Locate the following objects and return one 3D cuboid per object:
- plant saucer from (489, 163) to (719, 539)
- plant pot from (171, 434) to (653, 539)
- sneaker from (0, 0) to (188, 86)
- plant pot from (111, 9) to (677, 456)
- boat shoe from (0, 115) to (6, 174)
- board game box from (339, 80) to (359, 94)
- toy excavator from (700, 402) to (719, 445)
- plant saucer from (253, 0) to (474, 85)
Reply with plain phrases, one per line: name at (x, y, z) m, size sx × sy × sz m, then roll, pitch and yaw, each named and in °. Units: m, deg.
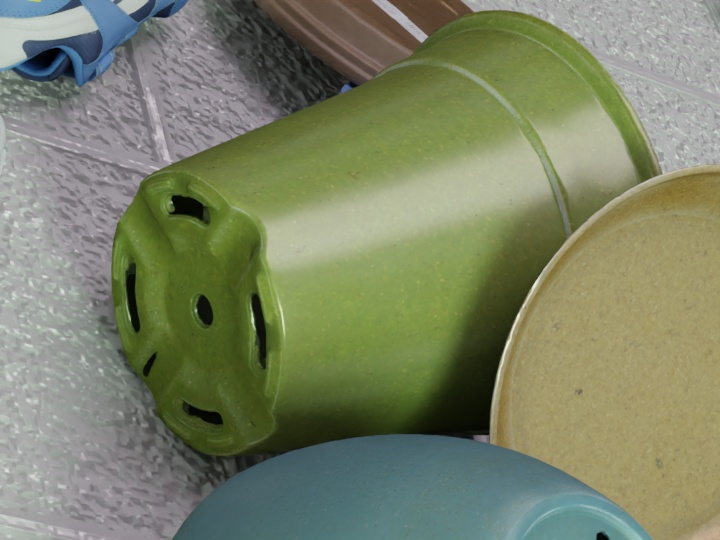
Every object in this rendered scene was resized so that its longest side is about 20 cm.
plant saucer at (0.131, 0.051, 1.063) m, size 0.200 × 0.201 × 0.035 m, roll 16°, pitch 4°, yaw -31°
plant pot at (0.041, 0.142, 0.901) m, size 0.200 × 0.135 × 0.201 m, roll 20°, pitch 58°, yaw -34°
sneaker at (-0.142, -0.132, 1.217) m, size 0.074 × 0.083 × 0.200 m, roll 16°, pitch 7°, yaw 18°
plant pot at (0.000, 0.000, 1.093) m, size 0.189 × 0.200 × 0.200 m, roll -15°, pitch 57°, yaw -37°
boat shoe at (-0.190, -0.009, 0.999) m, size 0.072 × 0.069 × 0.200 m, roll 37°, pitch 31°, yaw 0°
board game box at (0.061, -0.019, 1.291) m, size 0.200 × 0.039 × 0.158 m, roll 42°, pitch 21°, yaw 9°
toy excavator at (0.180, 0.079, 1.230) m, size 0.199 × 0.100 × 0.195 m, roll 26°, pitch 26°, yaw -27°
plant saucer at (0.014, -0.137, 1.372) m, size 0.200 × 0.030 × 0.200 m, roll 31°, pitch 20°, yaw -13°
